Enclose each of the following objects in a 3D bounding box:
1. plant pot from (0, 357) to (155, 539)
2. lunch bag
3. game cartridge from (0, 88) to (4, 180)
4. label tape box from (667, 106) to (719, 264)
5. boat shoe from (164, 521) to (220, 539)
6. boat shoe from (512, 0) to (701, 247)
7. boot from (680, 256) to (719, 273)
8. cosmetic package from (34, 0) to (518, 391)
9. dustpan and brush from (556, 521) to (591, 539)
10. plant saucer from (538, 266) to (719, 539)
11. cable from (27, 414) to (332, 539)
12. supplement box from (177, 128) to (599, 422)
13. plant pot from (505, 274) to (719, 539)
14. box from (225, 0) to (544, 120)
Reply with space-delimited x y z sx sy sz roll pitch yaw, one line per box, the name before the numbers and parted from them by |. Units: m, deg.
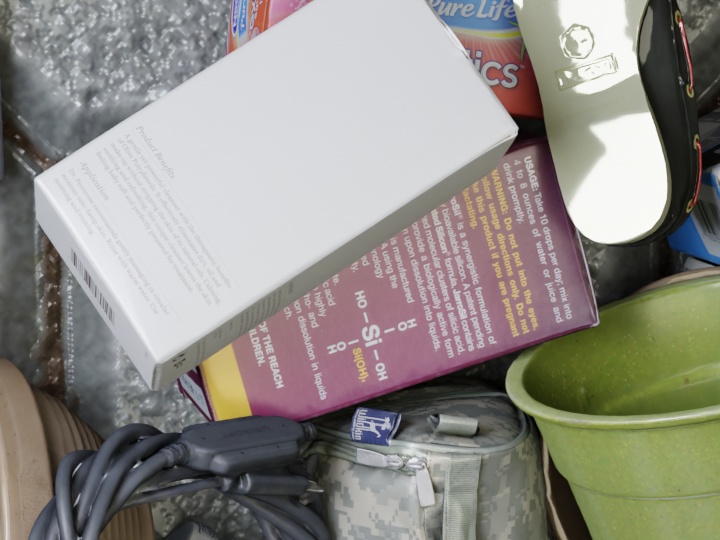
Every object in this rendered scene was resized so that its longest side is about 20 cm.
plant pot | -0.158 0.142 1.456 0.093 0.201 0.201 2 98 -23
lunch bag | 0.034 0.156 1.514 0.139 0.168 0.200 -4 99 -13
game cartridge | -0.277 -0.105 1.472 0.200 0.041 0.133 -3 95 -13
label tape box | 0.256 -0.073 1.544 0.200 0.144 0.063 -27 101 -8
boat shoe | -0.125 0.224 1.544 0.066 0.070 0.200 41 81 -14
boat shoe | 0.120 -0.111 1.449 0.074 0.063 0.202 -9 87 22
boot | 0.245 0.089 1.606 0.200 0.072 0.144 17 95 -7
cosmetic package | -0.040 -0.045 1.385 0.200 0.085 0.108 -32 83 -11
dustpan and brush | 0.147 0.223 1.605 0.139 0.057 0.200 -26 91 -8
plant saucer | 0.192 0.096 1.555 0.200 0.029 0.200 1 96 7
cable | -0.090 0.151 1.396 0.200 0.051 0.163 -9 110 -49
supplement box | 0.000 0.000 1.503 0.200 0.131 0.103 -17 101 -9
plant pot | 0.188 0.120 1.466 0.200 0.200 0.190 -17 107 -10
box | 0.040 -0.131 1.507 0.200 0.100 0.096 7 96 -14
